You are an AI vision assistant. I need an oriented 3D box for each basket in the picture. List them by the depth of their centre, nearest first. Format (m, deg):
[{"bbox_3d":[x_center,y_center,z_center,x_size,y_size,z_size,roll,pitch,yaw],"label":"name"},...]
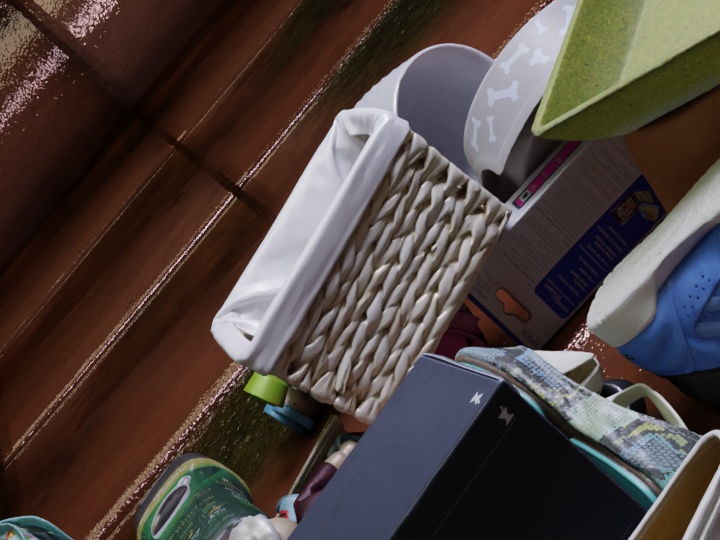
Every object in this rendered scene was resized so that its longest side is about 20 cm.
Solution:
[{"bbox_3d":[0.000,0.000,1.041,0.201,0.123,0.135,-58,16,-2],"label":"basket"}]

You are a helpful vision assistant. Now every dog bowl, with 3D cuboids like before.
[{"bbox_3d":[0.160,-0.125,1.089,0.200,0.200,0.059,-48,62,3],"label":"dog bowl"}]

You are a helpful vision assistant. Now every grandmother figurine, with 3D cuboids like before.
[{"bbox_3d":[0.004,0.161,0.958,0.198,0.061,0.121,-19,26,-16],"label":"grandmother figurine"}]

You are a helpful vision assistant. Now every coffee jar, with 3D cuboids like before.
[{"bbox_3d":[-0.123,0.224,1.198,0.105,0.085,0.200,-53,22,-4],"label":"coffee jar"}]

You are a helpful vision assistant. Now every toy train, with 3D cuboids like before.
[{"bbox_3d":[-0.065,0.065,1.245,0.084,0.200,0.117,22,80,23],"label":"toy train"}]

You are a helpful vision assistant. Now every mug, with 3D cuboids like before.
[{"bbox_3d":[0.071,-0.117,1.353,0.199,0.149,0.175,-25,-1,-32],"label":"mug"}]

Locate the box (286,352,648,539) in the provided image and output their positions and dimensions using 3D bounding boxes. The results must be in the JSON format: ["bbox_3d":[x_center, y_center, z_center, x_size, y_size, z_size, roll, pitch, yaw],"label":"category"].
[{"bbox_3d":[0.057,0.181,0.770,0.201,0.182,0.104,-52,21,-11],"label":"box"}]

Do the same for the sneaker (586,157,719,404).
[{"bbox_3d":[0.230,0.000,0.828,0.200,0.111,0.077,-50,8,35],"label":"sneaker"}]

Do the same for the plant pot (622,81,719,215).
[{"bbox_3d":[0.254,-0.096,0.916,0.200,0.140,0.201,-42,21,20],"label":"plant pot"}]

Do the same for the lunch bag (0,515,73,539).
[{"bbox_3d":[-0.242,0.296,1.190,0.122,0.170,0.200,-50,23,-2],"label":"lunch bag"}]

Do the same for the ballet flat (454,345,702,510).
[{"bbox_3d":[0.139,0.088,0.879,0.074,0.074,0.199,-50,46,-6],"label":"ballet flat"}]

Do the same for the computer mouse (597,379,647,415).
[{"bbox_3d":[0.116,0.154,0.923,0.201,0.034,0.059,-52,46,6],"label":"computer mouse"}]

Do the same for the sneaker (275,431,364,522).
[{"bbox_3d":[-0.024,0.200,1.008,0.201,0.095,0.080,-61,-1,-39],"label":"sneaker"}]

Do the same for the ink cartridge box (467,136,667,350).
[{"bbox_3d":[0.161,-0.039,1.063,0.200,0.095,0.037,-48,30,3],"label":"ink cartridge box"}]

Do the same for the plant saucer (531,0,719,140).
[{"bbox_3d":[0.208,-0.169,0.868,0.199,0.048,0.201,-28,28,44],"label":"plant saucer"}]

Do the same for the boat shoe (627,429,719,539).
[{"bbox_3d":[0.128,0.163,0.696,0.200,0.070,0.071,-49,17,0],"label":"boat shoe"}]

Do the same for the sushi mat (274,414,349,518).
[{"bbox_3d":[-0.046,0.212,1.062,0.012,0.096,0.201,10,58,37],"label":"sushi mat"}]

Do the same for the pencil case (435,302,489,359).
[{"bbox_3d":[0.050,0.045,1.162,0.200,0.089,0.095,-122,40,-67],"label":"pencil case"}]
